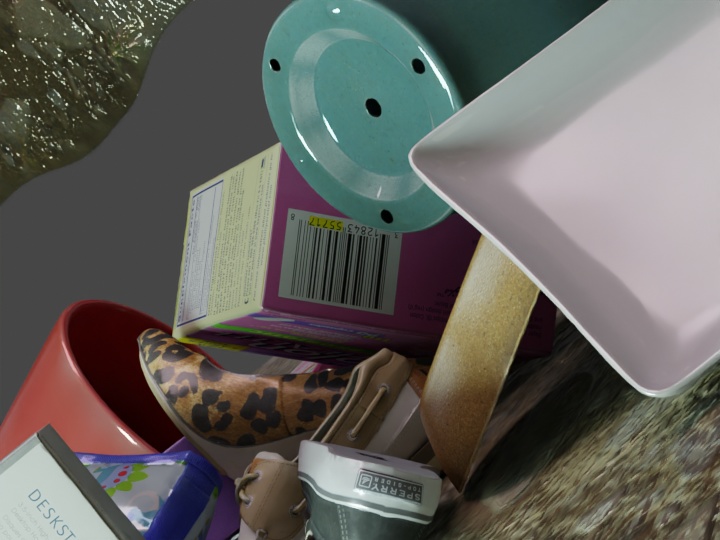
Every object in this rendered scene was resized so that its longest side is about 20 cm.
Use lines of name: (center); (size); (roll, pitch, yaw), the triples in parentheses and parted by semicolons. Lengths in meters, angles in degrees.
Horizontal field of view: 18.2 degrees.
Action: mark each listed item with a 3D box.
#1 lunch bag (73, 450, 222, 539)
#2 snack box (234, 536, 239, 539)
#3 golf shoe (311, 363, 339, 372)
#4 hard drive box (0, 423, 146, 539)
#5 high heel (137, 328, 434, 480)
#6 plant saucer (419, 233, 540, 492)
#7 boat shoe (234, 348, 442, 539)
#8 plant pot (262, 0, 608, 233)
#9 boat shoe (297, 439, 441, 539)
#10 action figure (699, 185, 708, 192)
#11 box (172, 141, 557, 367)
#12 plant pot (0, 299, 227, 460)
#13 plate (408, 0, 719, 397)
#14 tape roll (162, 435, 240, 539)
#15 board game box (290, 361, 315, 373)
lunch bag: (-0.168, 0.191, 1.180); (0.200, 0.127, 0.170); (-34, 18, 38)
snack box: (-0.066, 0.170, 1.322); (0.200, 0.024, 0.072); (-40, 1, -5)
golf shoe: (0.042, 0.035, 1.587); (0.200, 0.075, 0.092); (-38, -1, -4)
hard drive box: (-0.169, 0.191, 0.997); (0.200, 0.156, 0.077); (-38, 2, -3)
high heel: (-0.035, 0.061, 1.292); (0.142, 0.200, 0.071); (-43, -37, -4)
plant saucer: (0.069, 0.007, 1.078); (0.200, 0.035, 0.201); (21, -90, -86)
boat shoe: (-0.035, 0.124, 1.174); (0.200, 0.068, 0.075); (-42, 5, -17)
plant pot: (0.056, -0.120, 1.183); (0.188, 0.200, 0.200); (-36, 0, -41)
boat shoe: (0.000, 0.112, 1.026); (0.200, 0.068, 0.057); (102, 180, -87)
action figure: (0.179, -0.062, 1.049); (0.119, 0.102, 0.200); (-40, 4, 42)
box: (0.000, 0.000, 1.332); (0.200, 0.175, 0.097); (164, 115, -70)
plant pot: (-0.185, 0.151, 1.638); (0.177, 0.200, 0.200); (-49, -1, 19)
plate: (0.148, -0.050, 0.946); (0.199, 0.032, 0.200); (-36, 44, -7)
tape roll: (-0.120, 0.164, 1.411); (0.200, 0.066, 0.200); (-40, -5, -4)
board game box: (-0.030, 0.095, 1.854); (0.153, 0.040, 0.200); (-37, 4, 38)
